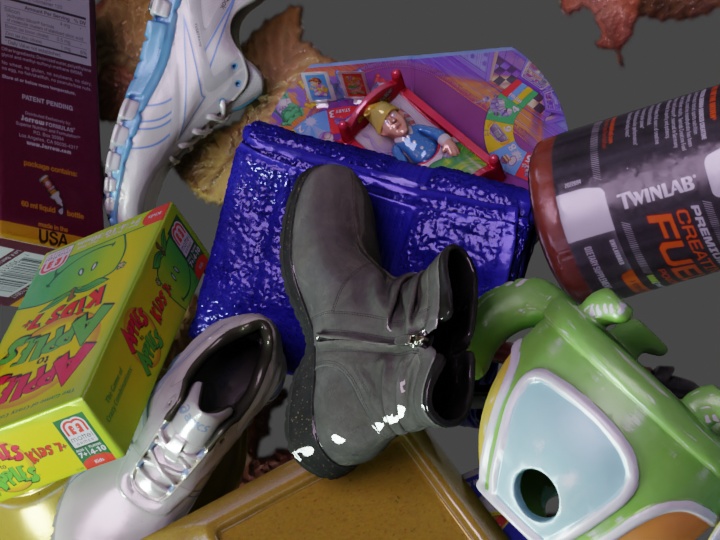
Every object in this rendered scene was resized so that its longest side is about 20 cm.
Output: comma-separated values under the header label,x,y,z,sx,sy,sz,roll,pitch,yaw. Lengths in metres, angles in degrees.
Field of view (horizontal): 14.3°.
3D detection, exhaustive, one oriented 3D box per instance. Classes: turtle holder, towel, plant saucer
label,x,y,z,sx,sy,sz,roll,pitch,yaw
turtle holder,0.121,0.084,1.590,0.185,0.141,0.132,42,92,-4
towel,0.000,0.000,1.738,0.199,0.050,0.149,16,92,19
plant saucer,0.003,0.179,1.630,0.199,0.049,0.200,-27,64,-23

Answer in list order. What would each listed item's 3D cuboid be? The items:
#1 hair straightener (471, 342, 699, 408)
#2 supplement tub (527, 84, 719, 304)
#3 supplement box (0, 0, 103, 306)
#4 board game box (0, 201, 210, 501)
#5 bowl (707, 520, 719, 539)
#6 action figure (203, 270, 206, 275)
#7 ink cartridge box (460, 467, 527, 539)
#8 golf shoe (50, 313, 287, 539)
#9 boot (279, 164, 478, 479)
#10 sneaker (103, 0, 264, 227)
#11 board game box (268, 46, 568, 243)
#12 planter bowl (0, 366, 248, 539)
label,x,y,z,sx,sy,sz,roll,pitch,yaw
hair straightener,0.111,0.083,1.684,0.199,0.041,0.078,8,96,-6
supplement tub,0.205,-0.053,1.684,0.199,0.107,0.108,-17,67,21
supplement box,-0.235,-0.091,1.903,0.110,0.085,0.201,-27,60,46
board game box,-0.166,0.047,1.728,0.101,0.048,0.200,-21,28,26
bowl,0.283,0.204,1.560,0.199,0.108,0.201,-8,70,23
action figure,-0.006,0.031,1.794,0.200,0.052,0.066,34,95,26
ink cartridge box,0.039,0.231,1.672,0.197,0.047,0.201,-20,64,-7
golf shoe,-0.114,0.102,1.681,0.078,0.097,0.201,33,73,0
boot,0.020,0.014,1.627,0.130,0.067,0.201,-29,52,42
sneaker,-0.110,-0.111,1.883,0.086,0.075,0.201,17,92,1
board game box,0.029,-0.074,1.783,0.199,0.039,0.159,-4,64,10
planter bowl,-0.173,0.121,1.782,0.200,0.084,0.201,-25,39,22
